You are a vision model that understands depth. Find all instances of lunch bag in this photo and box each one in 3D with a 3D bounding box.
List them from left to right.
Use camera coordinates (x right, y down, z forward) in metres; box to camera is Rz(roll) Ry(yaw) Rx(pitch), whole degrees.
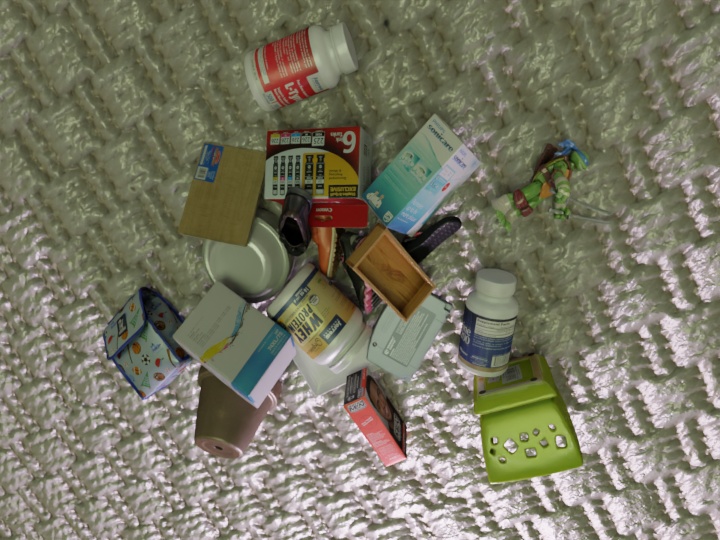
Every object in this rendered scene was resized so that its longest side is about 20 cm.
[{"bbox_3d":[-0.496,0.165,1.329,0.169,0.124,0.202,-40,86,20],"label":"lunch bag"}]

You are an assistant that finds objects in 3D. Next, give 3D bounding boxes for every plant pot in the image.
[{"bbox_3d":[-0.293,0.314,1.280,0.194,0.178,0.203,10,143,7],"label":"plant pot"},{"bbox_3d":[0.338,0.299,1.204,0.194,0.200,0.186,-17,100,15],"label":"plant pot"}]

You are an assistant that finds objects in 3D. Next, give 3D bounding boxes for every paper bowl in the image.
[{"bbox_3d":[-0.244,-0.025,1.223,0.194,0.105,0.206,3,112,7],"label":"paper bowl"}]

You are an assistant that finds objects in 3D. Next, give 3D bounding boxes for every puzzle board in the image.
[{"bbox_3d":[-0.278,-0.157,1.169,0.146,0.017,0.206,10,76,6],"label":"puzzle board"}]

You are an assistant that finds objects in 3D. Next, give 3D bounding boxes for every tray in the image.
[{"bbox_3d":[0.064,0.008,1.134,0.099,0.037,0.200,-48,129,-4],"label":"tray"}]

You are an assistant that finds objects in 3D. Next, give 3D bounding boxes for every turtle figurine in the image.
[{"bbox_3d":[0.358,-0.120,1.068,0.191,0.144,0.203,-26,101,21],"label":"turtle figurine"}]

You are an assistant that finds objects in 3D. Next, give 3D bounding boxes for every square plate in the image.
[{"bbox_3d":[-0.070,0.170,1.307,0.195,0.029,0.203,-26,105,17],"label":"square plate"}]

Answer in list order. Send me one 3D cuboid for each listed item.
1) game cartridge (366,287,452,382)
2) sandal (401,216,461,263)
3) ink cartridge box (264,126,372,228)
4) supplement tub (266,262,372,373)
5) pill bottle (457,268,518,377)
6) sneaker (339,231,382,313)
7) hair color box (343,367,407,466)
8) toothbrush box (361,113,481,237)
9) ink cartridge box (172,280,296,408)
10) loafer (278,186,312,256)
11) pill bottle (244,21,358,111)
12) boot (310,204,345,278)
[{"bbox_3d":[0.099,0.129,1.246,0.131,0.041,0.203,28,102,-6],"label":"game cartridge"},{"bbox_3d":[0.123,-0.060,1.171,0.199,0.074,0.046,-38,60,31],"label":"sandal"},{"bbox_3d":[-0.081,-0.176,1.103,0.194,0.084,0.181,1,89,18],"label":"ink cartridge box"},{"bbox_3d":[-0.084,0.101,1.192,0.200,0.145,0.145,43,111,-5],"label":"supplement tub"},{"bbox_3d":[0.267,0.106,1.184,0.108,0.111,0.206,7,111,6],"label":"pill bottle"},{"bbox_3d":[0.000,0.000,1.193,0.094,0.079,0.204,25,141,34],"label":"sneaker"},{"bbox_3d":[0.037,0.334,1.297,0.060,0.102,0.202,-25,115,17],"label":"hair color box"},{"bbox_3d":[0.117,-0.171,1.066,0.200,0.146,0.086,-47,69,14],"label":"toothbrush box"},{"bbox_3d":[-0.254,0.154,1.177,0.198,0.147,0.147,34,70,10],"label":"ink cartridge box"},{"bbox_3d":[-0.132,-0.078,1.104,0.070,0.064,0.201,16,149,1],"label":"loafer"},{"bbox_3d":[-0.107,-0.382,1.060,0.195,0.113,0.115,-16,108,15],"label":"pill bottle"},{"bbox_3d":[-0.086,-0.087,1.195,0.104,0.075,0.206,3,103,11],"label":"boot"}]
